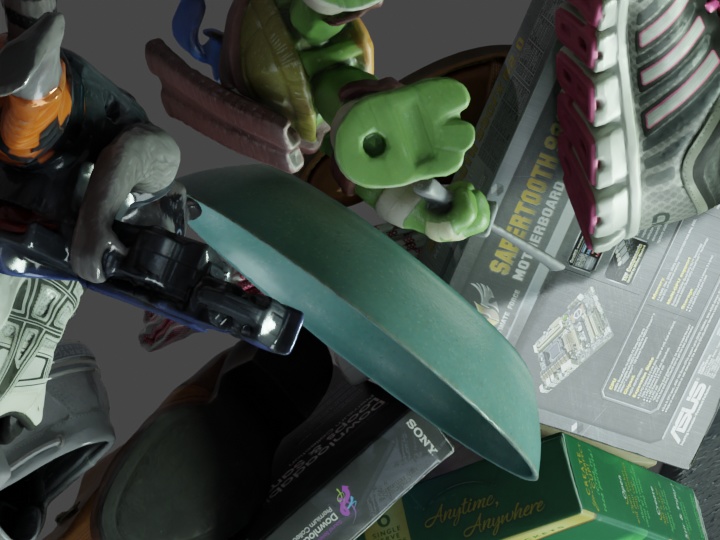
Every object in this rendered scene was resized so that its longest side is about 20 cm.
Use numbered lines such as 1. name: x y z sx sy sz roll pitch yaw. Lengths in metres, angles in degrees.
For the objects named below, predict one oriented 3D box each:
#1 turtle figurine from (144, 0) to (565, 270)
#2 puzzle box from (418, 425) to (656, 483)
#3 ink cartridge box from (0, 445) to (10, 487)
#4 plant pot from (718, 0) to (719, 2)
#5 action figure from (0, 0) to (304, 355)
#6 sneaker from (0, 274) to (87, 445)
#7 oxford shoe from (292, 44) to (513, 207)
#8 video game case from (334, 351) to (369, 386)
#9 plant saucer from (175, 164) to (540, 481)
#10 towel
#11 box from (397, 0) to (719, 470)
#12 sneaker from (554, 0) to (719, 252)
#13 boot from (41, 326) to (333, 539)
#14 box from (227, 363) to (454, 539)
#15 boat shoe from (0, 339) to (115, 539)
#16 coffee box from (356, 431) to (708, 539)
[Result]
1. turtle figurine: 0.025 -0.090 0.959 0.194 0.199 0.145 -139 -110 -82
2. puzzle box: 0.039 0.120 1.301 0.132 0.026 0.199 8 151 -46
3. ink cartridge box: -0.285 0.108 1.153 0.199 0.086 0.148 -7 152 -42
4. plant pot: 0.181 -0.157 0.878 0.199 0.193 0.201 -20 140 -17
5. action figure: -0.097 -0.049 0.904 0.105 0.199 0.194 -62 154 -17
6. sneaker: -0.154 0.024 1.026 0.075 0.088 0.200 -2 -157 28
7. oxford shoe: 0.066 -0.063 1.182 0.199 0.072 0.071 -19 158 -13
8. video game case: 0.084 -0.006 1.290 0.199 0.023 0.182 -30 -177 7
9. plant saucer: 0.004 0.014 1.047 0.036 0.199 0.200 -52 158 -6
10. towel: 0.000 0.000 1.237 0.199 0.030 0.146 -15 177 -25
11. box: 0.121 -0.022 1.157 0.157 0.048 0.201 18 106 -19
12. sneaker: 0.132 -0.106 1.063 0.087 0.074 0.201 -7 116 -11
13. boot: -0.123 0.115 1.245 0.200 0.069 0.189 -34 -164 39
14. box: -0.040 0.111 1.243 0.143 0.036 0.200 -42 -166 -9
15. boat shoe: -0.189 0.114 1.289 0.072 0.069 0.200 3 144 -50
16. coffee box: 0.090 0.134 1.266 0.122 0.044 0.200 -20 160 20
